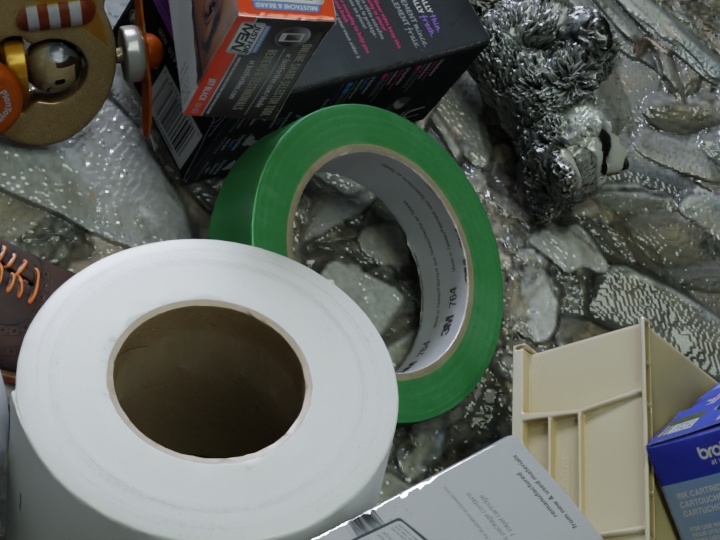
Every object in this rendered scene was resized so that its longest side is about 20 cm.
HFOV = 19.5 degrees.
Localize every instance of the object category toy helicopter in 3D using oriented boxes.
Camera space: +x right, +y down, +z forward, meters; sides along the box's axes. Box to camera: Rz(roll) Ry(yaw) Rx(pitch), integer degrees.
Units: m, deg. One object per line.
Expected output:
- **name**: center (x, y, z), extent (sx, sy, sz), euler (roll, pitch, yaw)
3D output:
- **toy helicopter**: center (-0.162, -0.159, 1.247), extent (0.132, 0.200, 0.079), euler (18, 28, -26)

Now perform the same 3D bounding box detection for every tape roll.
- **tape roll**: center (-0.087, 0.102, 1.129), extent (0.202, 0.139, 0.203), euler (6, 48, -6)
- **tape roll**: center (0.000, 0.000, 1.290), extent (0.200, 0.048, 0.201), euler (15, 66, -37)

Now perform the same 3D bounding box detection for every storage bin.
- **storage bin**: center (0.183, 0.161, 1.255), extent (0.200, 0.094, 0.199), euler (36, 47, -42)

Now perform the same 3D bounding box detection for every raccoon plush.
- **raccoon plush**: center (0.091, -0.114, 1.443), extent (0.199, 0.097, 0.134), euler (13, 67, 14)

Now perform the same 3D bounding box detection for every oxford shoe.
- **oxford shoe**: center (-0.208, 0.015, 1.192), extent (0.199, 0.073, 0.071), euler (10, 58, -23)

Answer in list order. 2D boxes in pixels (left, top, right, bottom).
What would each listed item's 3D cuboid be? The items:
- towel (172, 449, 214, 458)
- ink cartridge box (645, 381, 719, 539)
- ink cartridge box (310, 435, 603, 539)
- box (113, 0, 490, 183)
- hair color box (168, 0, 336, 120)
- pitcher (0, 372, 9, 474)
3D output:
- **towel**: center (-0.066, 0.114, 1.249), extent (0.086, 0.018, 0.200), euler (45, 51, -6)
- **ink cartridge box**: center (0.240, 0.133, 1.200), extent (0.136, 0.076, 0.200), euler (-27, 95, -57)
- **ink cartridge box**: center (0.014, 0.193, 1.070), extent (0.200, 0.147, 0.086), euler (-26, 55, -26)
- **box**: center (-0.039, -0.151, 1.355), extent (0.200, 0.106, 0.122), euler (-17, 72, -33)
- **hair color box**: center (-0.073, -0.202, 1.230), extent (0.064, 0.111, 0.201), euler (0, 63, -23)
- **pitcher**: center (-0.235, 0.117, 1.063), extent (0.121, 0.171, 0.200), euler (47, 45, -39)
